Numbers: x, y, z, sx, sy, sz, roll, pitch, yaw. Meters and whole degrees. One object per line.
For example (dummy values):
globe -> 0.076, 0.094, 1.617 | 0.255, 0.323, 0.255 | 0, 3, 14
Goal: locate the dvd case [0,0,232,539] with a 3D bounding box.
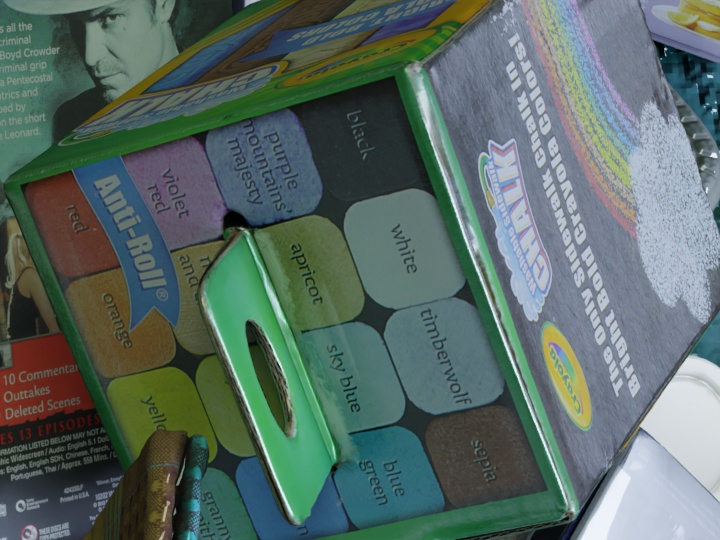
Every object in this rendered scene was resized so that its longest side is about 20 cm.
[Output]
dvd case -> -0.091, -0.021, 0.799 | 0.146, 0.022, 0.201 | -11, 102, -43

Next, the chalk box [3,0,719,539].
chalk box -> 0.000, 0.000, 0.740 | 0.200, 0.123, 0.125 | -42, 115, -58

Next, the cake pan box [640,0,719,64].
cake pan box -> 0.075, -0.160, 0.923 | 0.183, 0.052, 0.200 | 22, 41, 3

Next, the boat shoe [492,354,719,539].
boat shoe -> 0.017, 0.082, 0.807 | 0.199, 0.059, 0.072 | -32, 110, -16

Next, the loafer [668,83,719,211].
loafer -> 0.040, -0.064, 0.897 | 0.075, 0.070, 0.200 | -8, 48, -26

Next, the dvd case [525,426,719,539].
dvd case -> 0.070, 0.166, 0.772 | 0.150, 0.025, 0.200 | 43, 66, -24

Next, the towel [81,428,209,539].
towel -> -0.072, 0.140, 0.720 | 0.022, 0.200, 0.147 | 9, 64, -15

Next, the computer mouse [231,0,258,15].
computer mouse -> -0.128, -0.074, 0.892 | 0.199, 0.044, 0.110 | 6, 59, 4
